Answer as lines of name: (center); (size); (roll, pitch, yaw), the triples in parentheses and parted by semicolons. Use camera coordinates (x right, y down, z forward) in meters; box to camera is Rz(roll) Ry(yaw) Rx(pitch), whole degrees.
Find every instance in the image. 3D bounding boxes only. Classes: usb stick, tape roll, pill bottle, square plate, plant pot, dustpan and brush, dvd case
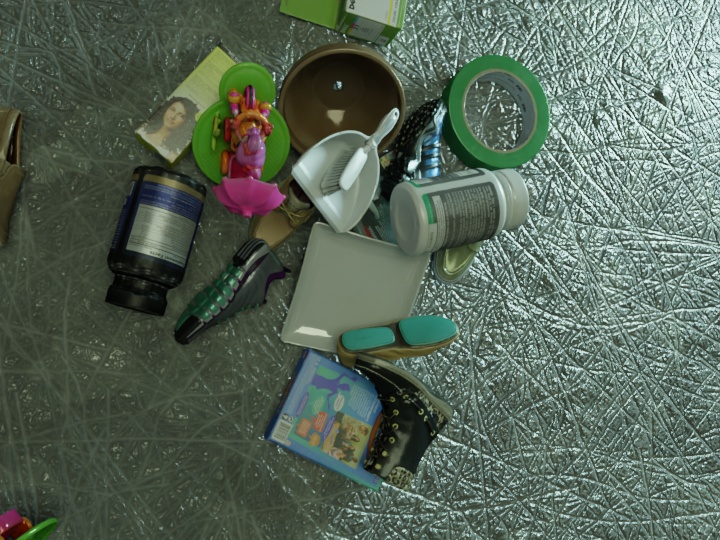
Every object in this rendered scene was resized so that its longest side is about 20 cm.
usb stick: (0.000, 0.000, 1.115); (0.197, 0.033, 0.056); (3, 76, -17)
tape roll: (0.238, -0.277, 1.207); (0.197, 0.048, 0.204); (2, 83, -16)
pill bottle: (0.154, -0.096, 1.054); (0.197, 0.113, 0.115); (-12, 88, -20)
square plate: (-0.009, 0.039, 1.082); (0.197, 0.028, 0.201); (15, 103, -15)
plant pot: (-0.032, -0.276, 1.081); (0.198, 0.202, 0.093); (8, 41, -15)
dustpan and brush: (-0.003, -0.173, 1.022); (0.140, 0.057, 0.201); (51, 55, -33)
dvd case: (0.061, -0.123, 1.137); (0.199, 0.022, 0.147); (-35, 95, -27)
pill bottle: (-0.302, -0.041, 0.989); (0.110, 0.112, 0.203); (16, 80, -14)

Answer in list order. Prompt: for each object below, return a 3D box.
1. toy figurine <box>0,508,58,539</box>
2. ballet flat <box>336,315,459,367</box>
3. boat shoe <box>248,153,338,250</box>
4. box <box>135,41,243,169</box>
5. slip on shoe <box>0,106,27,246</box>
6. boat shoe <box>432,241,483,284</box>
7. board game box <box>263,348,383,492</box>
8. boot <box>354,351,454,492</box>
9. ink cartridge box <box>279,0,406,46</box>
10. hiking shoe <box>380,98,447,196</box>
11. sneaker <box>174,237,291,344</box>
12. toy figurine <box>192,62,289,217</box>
toy figurine: (-0.536, 0.331, 0.894); (0.200, 0.150, 0.184); (-45, 83, 9)
ballet flat: (0.058, 0.115, 1.080); (0.197, 0.064, 0.069); (-5, 47, -9)
boat shoe: (-0.103, -0.112, 1.061); (0.074, 0.066, 0.201); (37, 92, -13)
box: (-0.255, -0.257, 1.058); (0.075, 0.050, 0.201); (39, 75, -9)
slip on shoe: (-0.507, -0.135, 0.961); (0.060, 0.076, 0.203); (-6, 78, -10)
boat shoe: (0.183, -0.070, 1.154); (0.071, 0.062, 0.202); (27, 83, -4)
board game box: (-0.031, 0.236, 1.075); (0.198, 0.045, 0.154); (29, 76, -12)
boot: (0.043, 0.230, 1.023); (0.203, 0.073, 0.155); (39, 74, -30)
ink cartridge box: (-0.023, -0.483, 1.136); (0.197, 0.076, 0.150); (11, 81, -16)
hiking shoe: (0.101, -0.191, 1.128); (0.086, 0.074, 0.202); (38, 68, -33)
sneaker: (-0.192, 0.050, 1.037); (0.200, 0.074, 0.088); (-48, 121, -6)
toy figurine: (-0.155, -0.164, 0.958); (0.148, 0.185, 0.202); (2, 124, -19)
